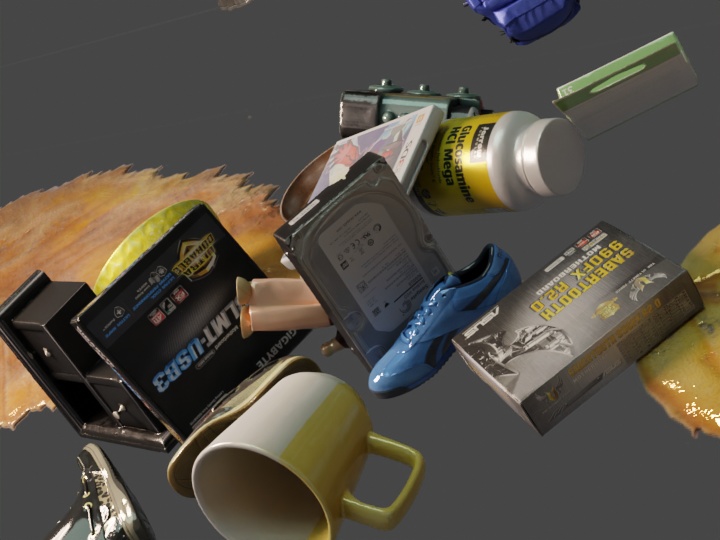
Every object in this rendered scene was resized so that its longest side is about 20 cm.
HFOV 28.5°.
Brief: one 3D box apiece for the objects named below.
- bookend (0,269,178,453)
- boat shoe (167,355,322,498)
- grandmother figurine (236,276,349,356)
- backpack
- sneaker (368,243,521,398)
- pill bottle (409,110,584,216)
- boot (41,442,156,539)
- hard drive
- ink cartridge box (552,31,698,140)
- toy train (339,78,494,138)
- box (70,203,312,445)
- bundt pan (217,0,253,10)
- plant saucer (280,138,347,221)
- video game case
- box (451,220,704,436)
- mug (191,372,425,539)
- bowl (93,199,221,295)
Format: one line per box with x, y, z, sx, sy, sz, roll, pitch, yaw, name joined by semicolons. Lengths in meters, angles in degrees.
-0.304;0.105;1.668;0.199;0.200;0.092;2;42;48;bookend
-0.126;0.166;1.526;0.199;0.074;0.065;-37;16;-12;boat shoe
-0.033;0.040;1.567;0.198;0.122;0.061;-4;31;3;grandmother figurine
0.216;-0.393;1.923;0.161;0.169;0.200;-22;-3;14;backpack
0.078;0.049;1.469;0.200;0.079;0.066;-38;30;-3;sneaker
0.151;-0.122;1.615;0.199;0.113;0.113;-2;41;46;pill bottle
-0.316;0.278;1.536;0.153;0.074;0.203;-35;31;-10;boot
0.015;-0.004;1.486;0.139;0.201;0.038;-40;30;-12;hard drive
0.286;-0.210;1.552;0.145;0.048;0.200;-26;-16;16;ink cartridge box
0.067;-0.190;1.773;0.198;0.086;0.114;8;12;20;toy train
-0.189;0.064;1.606;0.200;0.199;0.050;-44;10;-18;box
-0.218;-0.608;2.830;0.201;0.076;0.203;-26;29;15;bundt pan
-0.014;-0.115;1.874;0.199;0.035;0.201;-25;30;16;plant saucer
0.000;-0.095;1.647;0.199;0.023;0.183;-15;45;54;video game case
0.203;0.050;1.356;0.199;0.048;0.158;-38;27;-4;box
-0.046;0.188;1.360;0.150;0.186;0.153;-54;-1;43;mug
-0.229;0.021;1.791;0.200;0.200;0.108;-42;70;-14;bowl
